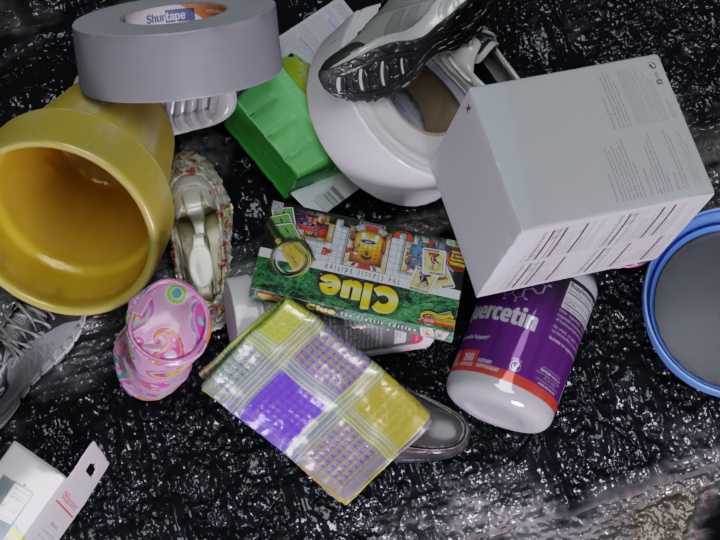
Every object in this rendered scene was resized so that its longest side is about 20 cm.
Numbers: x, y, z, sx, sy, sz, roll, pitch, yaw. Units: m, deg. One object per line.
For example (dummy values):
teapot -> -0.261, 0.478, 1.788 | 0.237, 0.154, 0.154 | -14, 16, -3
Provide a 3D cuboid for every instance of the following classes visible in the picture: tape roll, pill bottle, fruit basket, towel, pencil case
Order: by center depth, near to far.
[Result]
pencil case -> -0.194, 0.069, 1.573 | 0.087, 0.200, 0.088 | 3, 76, -12
towel -> -0.042, 0.127, 1.580 | 0.200, 0.023, 0.144 | 42, 114, -15
tape roll -> -0.177, -0.218, 1.593 | 0.199, 0.200, 0.067 | -7, 110, -5
pill bottle -> -0.032, 0.036, 1.625 | 0.198, 0.111, 0.112 | -8, 73, -12
pill bottle -> 0.167, 0.053, 1.638 | 0.112, 0.113, 0.201 | 21, 73, 4
tape roll -> 0.044, -0.171, 1.675 | 0.201, 0.071, 0.204 | 16, 59, -30
fruit basket -> -0.036, -0.171, 1.724 | 0.200, 0.094, 0.185 | -37, 83, -33

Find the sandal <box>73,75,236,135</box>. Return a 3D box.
sandal -> -0.209, -0.175, 1.703 | 0.201, 0.050, 0.083 | 5, 109, 29

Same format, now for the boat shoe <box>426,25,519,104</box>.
boat shoe -> 0.110, -0.216, 1.655 | 0.072, 0.066, 0.201 | -36, 92, -42

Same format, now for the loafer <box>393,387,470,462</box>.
loafer -> 0.013, 0.142, 1.624 | 0.198, 0.072, 0.073 | 11, 71, 0

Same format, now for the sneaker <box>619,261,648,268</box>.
sneaker -> 0.225, -0.070, 1.689 | 0.199, 0.095, 0.079 | 26, 72, 4

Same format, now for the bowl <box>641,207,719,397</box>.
bowl -> 0.383, 0.035, 1.664 | 0.199, 0.039, 0.202 | 0, 73, -1

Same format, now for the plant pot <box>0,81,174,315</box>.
plant pot -> -0.268, -0.089, 1.613 | 0.199, 0.202, 0.189 | 16, 36, 3

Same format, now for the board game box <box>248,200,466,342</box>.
board game box -> 0.000, 0.000, 1.573 | 0.198, 0.024, 0.105 | 12, 61, -1

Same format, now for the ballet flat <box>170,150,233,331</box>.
ballet flat -> -0.163, -0.038, 1.678 | 0.075, 0.064, 0.201 | -12, 73, -3

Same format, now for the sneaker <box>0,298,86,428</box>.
sneaker -> -0.335, 0.068, 1.610 | 0.075, 0.116, 0.201 | 28, 74, 6

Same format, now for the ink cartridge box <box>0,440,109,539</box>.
ink cartridge box -> -0.328, 0.238, 1.557 | 0.067, 0.117, 0.201 | 32, 74, 10

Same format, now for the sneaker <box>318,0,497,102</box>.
sneaker -> 0.038, -0.233, 1.593 | 0.200, 0.074, 0.079 | -34, 61, -19

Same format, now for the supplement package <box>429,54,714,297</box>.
supplement package -> 0.195, -0.088, 1.553 | 0.199, 0.151, 0.153 | -12, 69, -18
